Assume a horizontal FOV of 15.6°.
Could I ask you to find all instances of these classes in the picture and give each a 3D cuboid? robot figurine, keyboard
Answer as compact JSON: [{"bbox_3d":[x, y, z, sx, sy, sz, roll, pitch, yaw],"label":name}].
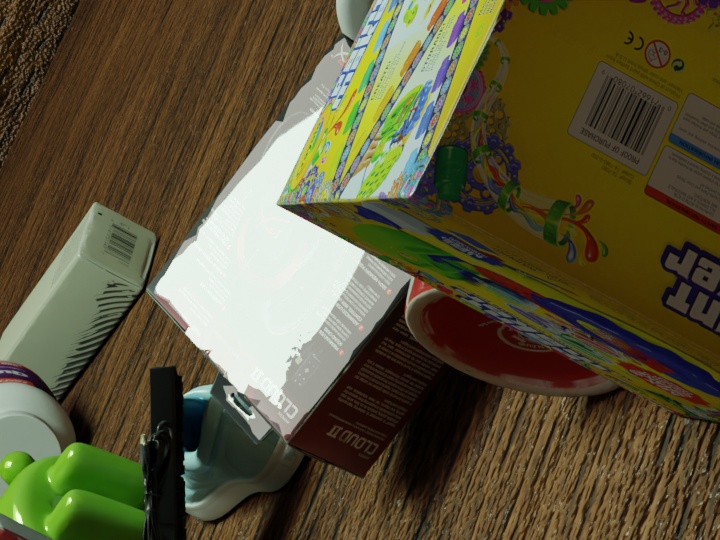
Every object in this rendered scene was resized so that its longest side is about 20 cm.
[{"bbox_3d":[-0.213,0.207,1.808,0.200,0.115,0.176,-52,30,36],"label":"robot figurine"},{"bbox_3d":[-0.111,0.155,1.534,0.127,0.020,0.201,59,-152,-82],"label":"keyboard"}]

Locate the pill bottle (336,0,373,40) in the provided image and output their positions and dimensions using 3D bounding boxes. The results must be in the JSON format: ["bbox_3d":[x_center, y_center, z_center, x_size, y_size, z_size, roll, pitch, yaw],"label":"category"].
[{"bbox_3d":[0.045,-0.216,1.698,0.112,0.112,0.200,-53,17,31],"label":"pill bottle"}]

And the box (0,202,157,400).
[{"bbox_3d":[-0.263,0.038,2.378,0.200,0.068,0.082,-51,18,39],"label":"box"}]

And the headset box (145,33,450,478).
[{"bbox_3d":[-0.011,0.000,1.398,0.200,0.075,0.149,-52,50,7],"label":"headset box"}]

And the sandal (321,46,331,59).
[{"bbox_3d":[-0.012,-0.040,1.662,0.075,0.045,0.201,-151,68,-73],"label":"sandal"}]

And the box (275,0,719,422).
[{"bbox_3d":[0.100,-0.035,1.012,0.122,0.199,0.193,-64,14,-6],"label":"box"}]

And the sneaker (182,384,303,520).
[{"bbox_3d":[-0.098,0.104,1.669,0.200,0.082,0.074,-33,31,62],"label":"sneaker"}]

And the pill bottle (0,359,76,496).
[{"bbox_3d":[-0.303,0.143,2.237,0.113,0.112,0.200,-62,15,-1],"label":"pill bottle"}]

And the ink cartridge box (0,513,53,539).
[{"bbox_3d":[-0.211,0.272,1.625,0.201,0.146,0.083,-62,13,-3],"label":"ink cartridge box"}]

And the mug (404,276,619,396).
[{"bbox_3d":[0.094,-0.045,1.234,0.178,0.133,0.201,113,173,-64],"label":"mug"}]
